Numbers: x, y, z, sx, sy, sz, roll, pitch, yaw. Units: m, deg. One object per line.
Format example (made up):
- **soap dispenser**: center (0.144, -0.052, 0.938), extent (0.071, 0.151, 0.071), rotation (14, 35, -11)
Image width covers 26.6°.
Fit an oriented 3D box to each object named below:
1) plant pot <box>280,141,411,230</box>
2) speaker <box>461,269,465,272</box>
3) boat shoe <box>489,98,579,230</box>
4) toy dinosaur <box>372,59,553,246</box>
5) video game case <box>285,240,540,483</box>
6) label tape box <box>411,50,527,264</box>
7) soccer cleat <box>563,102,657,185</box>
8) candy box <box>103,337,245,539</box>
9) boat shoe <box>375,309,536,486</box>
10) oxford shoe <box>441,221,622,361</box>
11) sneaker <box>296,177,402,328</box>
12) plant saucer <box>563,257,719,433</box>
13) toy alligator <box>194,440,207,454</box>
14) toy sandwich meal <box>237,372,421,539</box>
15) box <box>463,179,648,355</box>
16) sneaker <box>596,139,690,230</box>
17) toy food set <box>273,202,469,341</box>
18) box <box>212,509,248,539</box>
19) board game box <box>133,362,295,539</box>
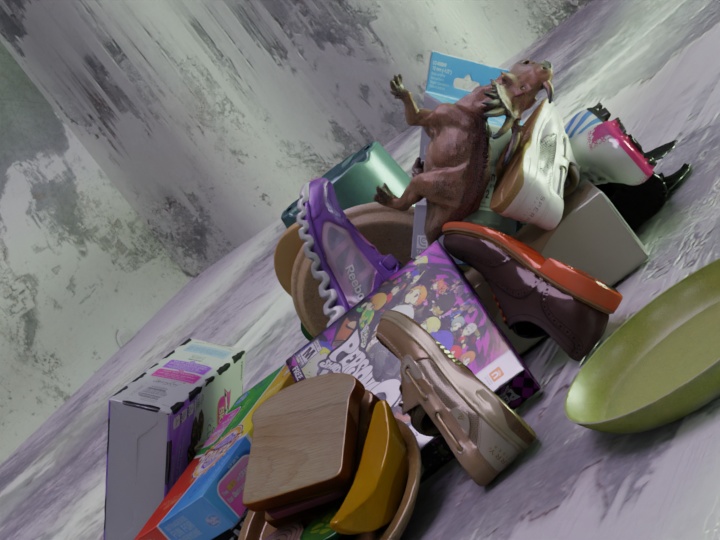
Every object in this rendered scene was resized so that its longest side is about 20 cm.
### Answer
- **plant pot**: center (0.019, -0.033, 1.811), extent (0.200, 0.197, 0.200), rotation (-38, 8, 6)
- **speaker**: center (0.040, 0.082, 1.505), extent (0.199, 0.081, 0.081), rotation (-37, 8, 13)
- **boat shoe**: center (0.167, -0.092, 1.399), extent (0.071, 0.069, 0.200), rotation (-54, 7, 33)
- **toy dinosaur**: center (0.093, -0.099, 1.368), extent (0.135, 0.202, 0.086), rotation (19, 14, 34)
- **video game case**: center (0.039, 0.089, 1.308), extent (0.181, 0.036, 0.200), rotation (-38, 38, 6)
- **label tape box**: center (0.120, -0.105, 1.491), extent (0.066, 0.202, 0.143), rotation (8, 3, 36)
- **soccer cleat**: center (0.224, -0.103, 1.453), extent (0.086, 0.070, 0.200), rotation (-41, 11, 9)
- **candy box**: center (-0.192, 0.184, 1.590), extent (0.071, 0.169, 0.200), rotation (10, 19, 15)
- **boat shoe**: center (0.058, 0.096, 1.199), extent (0.065, 0.071, 0.200), rotation (-48, 36, 1)
- **oxford shoe**: center (0.129, 0.013, 1.292), extent (0.200, 0.071, 0.073), rotation (30, 97, 49)
- **sneaker**: center (0.000, 0.000, 1.462), extent (0.088, 0.202, 0.080), rotation (-21, -14, 12)
- **plant saucer**: center (0.229, 0.051, 1.047), extent (0.200, 0.031, 0.200), rotation (-38, 8, 7)
- **toy alligator**: center (-0.107, 0.181, 1.611), extent (0.059, 0.055, 0.200), rotation (-2, 12, 35)
- **toy sandwich meal**: center (-0.036, 0.171, 1.197), extent (0.204, 0.070, 0.206), rotation (-31, 31, 21)
- **box**: center (0.157, 0.011, 1.395), extent (0.200, 0.078, 0.095), rotation (-38, 8, 5)
- **sneaker**: center (0.238, -0.060, 1.507), extent (0.199, 0.060, 0.104), rotation (-31, 11, 10)
- **toy food set**: center (0.021, 0.016, 1.571), extent (0.199, 0.199, 0.049), rotation (-21, 29, 11)
- **box**: center (-0.098, 0.210, 1.464), extent (0.160, 0.044, 0.200), rotation (-46, 8, 3)
- **board game box**: center (-0.115, 0.174, 1.424), extent (0.153, 0.040, 0.200), rotation (-38, 13, 49)
